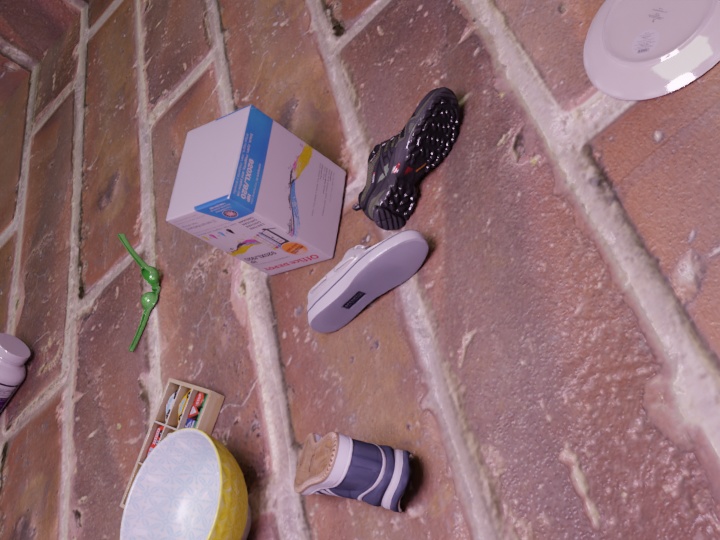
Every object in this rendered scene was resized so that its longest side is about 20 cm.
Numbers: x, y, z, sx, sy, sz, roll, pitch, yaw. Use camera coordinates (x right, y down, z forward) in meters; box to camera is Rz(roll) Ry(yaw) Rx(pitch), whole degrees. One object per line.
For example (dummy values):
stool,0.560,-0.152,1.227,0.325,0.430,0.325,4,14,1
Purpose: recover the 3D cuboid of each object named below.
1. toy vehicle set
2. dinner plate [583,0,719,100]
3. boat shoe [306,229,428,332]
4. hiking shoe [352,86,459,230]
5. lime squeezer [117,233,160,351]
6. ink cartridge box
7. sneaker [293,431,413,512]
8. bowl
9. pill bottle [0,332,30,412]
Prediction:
toy vehicle set,-0.277,0.266,1.245,0.123,0.026,0.203,3,69,47
dinner plate,0.333,-0.282,0.944,0.199,0.024,0.203,-26,50,35
boat shoe,0.000,0.000,1.081,0.199,0.073,0.066,-36,48,24
hiking shoe,0.052,-0.158,1.123,0.100,0.075,0.202,32,92,48
lime squeezer,-0.377,0.036,1.473,0.037,0.070,0.204,-2,94,28
ink cartridge box,-0.141,-0.105,1.199,0.146,0.199,0.147,-13,59,41
sneaker,-0.008,0.228,0.960,0.200,0.107,0.071,139,147,-69
bowl,-0.202,0.312,1.071,0.199,0.107,0.203,-26,48,34
pill bottle,-0.754,0.228,1.713,0.201,0.112,0.113,-53,39,8
